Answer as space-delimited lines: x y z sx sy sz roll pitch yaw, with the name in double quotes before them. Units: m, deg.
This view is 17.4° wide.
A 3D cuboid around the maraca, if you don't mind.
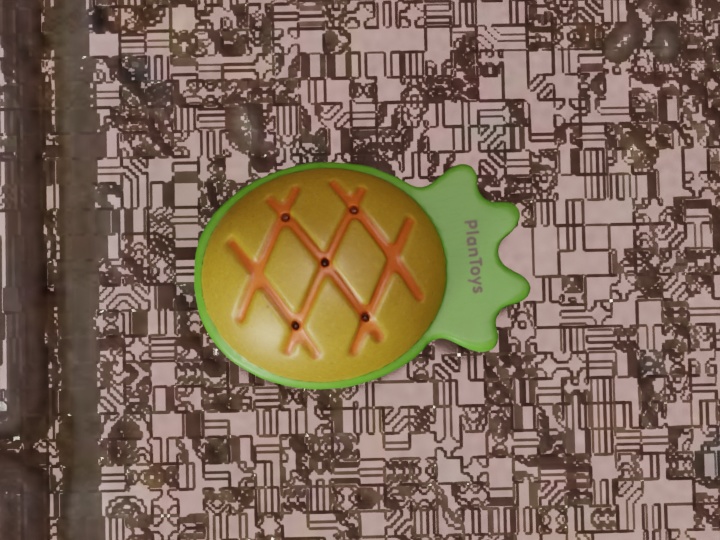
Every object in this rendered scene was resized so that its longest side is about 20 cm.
"maraca" 0.000 0.000 1.413 0.200 0.107 0.137 -7 85 -2
